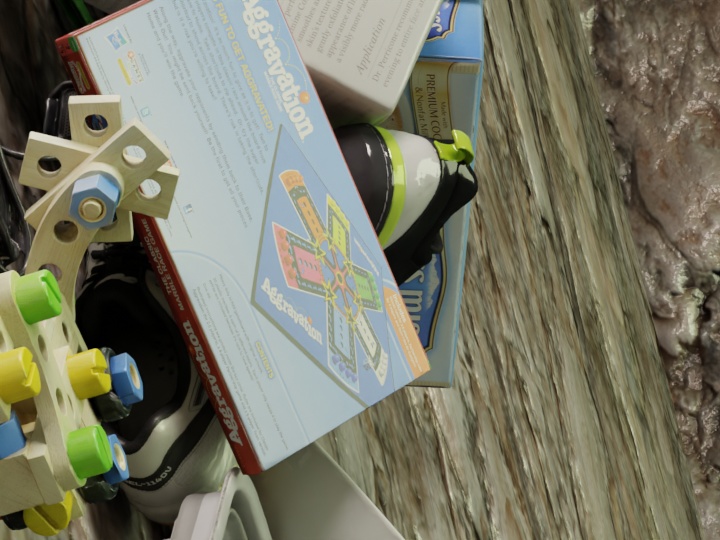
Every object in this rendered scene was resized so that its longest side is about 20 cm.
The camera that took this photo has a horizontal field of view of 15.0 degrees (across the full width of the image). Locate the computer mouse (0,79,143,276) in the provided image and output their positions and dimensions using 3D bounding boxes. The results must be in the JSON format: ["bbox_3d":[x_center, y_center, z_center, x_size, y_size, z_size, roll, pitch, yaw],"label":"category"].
[{"bbox_3d":[-0.111,-0.074,1.173,0.199,0.046,0.141,-12,87,-44],"label":"computer mouse"}]

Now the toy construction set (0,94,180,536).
[{"bbox_3d":[-0.127,0.022,1.033,0.200,0.092,0.132,-65,139,-55],"label":"toy construction set"}]

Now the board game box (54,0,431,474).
[{"bbox_3d":[-0.047,-0.026,1.166,0.103,0.019,0.201,-29,101,-32],"label":"board game box"}]

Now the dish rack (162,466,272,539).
[{"bbox_3d":[-0.060,0.200,1.136,0.200,0.043,0.172,-78,155,-56],"label":"dish rack"}]

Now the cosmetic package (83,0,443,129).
[{"bbox_3d":[-0.061,-0.151,1.226,0.102,0.199,0.074,-65,-169,-14],"label":"cosmetic package"}]

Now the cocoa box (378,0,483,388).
[{"bbox_3d":[-0.008,-0.058,1.386,0.134,0.130,0.201,-87,-179,-55],"label":"cocoa box"}]

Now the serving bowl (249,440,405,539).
[{"bbox_3d":[-0.017,0.144,1.290,0.200,0.066,0.200,49,-8,9],"label":"serving bowl"}]

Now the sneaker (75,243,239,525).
[{"bbox_3d":[-0.092,0.009,1.213,0.088,0.075,0.201,49,26,-59],"label":"sneaker"}]

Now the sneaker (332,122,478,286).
[{"bbox_3d":[0.000,0.000,1.287,0.200,0.082,0.072,-53,-133,53],"label":"sneaker"}]

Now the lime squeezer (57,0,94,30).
[{"bbox_3d":[-0.104,-0.049,1.318,0.071,0.038,0.201,21,55,-75],"label":"lime squeezer"}]
